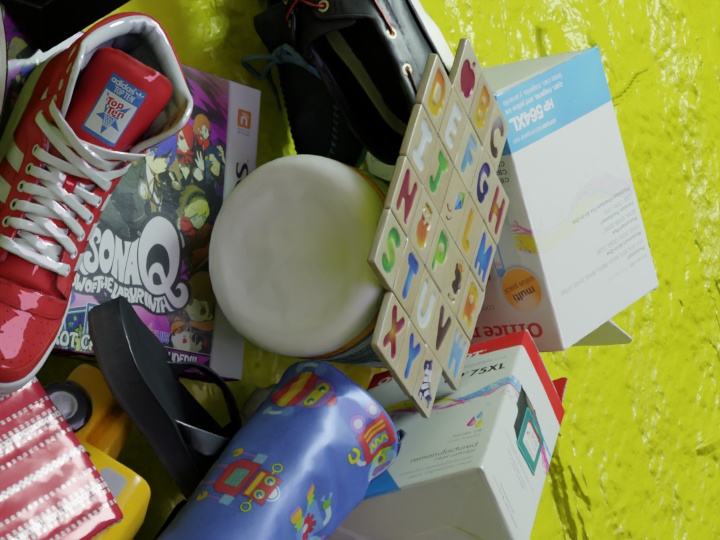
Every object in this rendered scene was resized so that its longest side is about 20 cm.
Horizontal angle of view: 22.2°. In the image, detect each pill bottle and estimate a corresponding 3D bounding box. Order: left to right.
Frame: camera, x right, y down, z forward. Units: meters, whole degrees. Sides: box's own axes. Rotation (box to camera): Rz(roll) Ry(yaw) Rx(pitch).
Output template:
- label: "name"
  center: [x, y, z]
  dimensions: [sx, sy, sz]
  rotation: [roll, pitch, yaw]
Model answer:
- label: "pill bottle"
  center: [0.000, 0.000, 1.115]
  dimensions: [0.200, 0.115, 0.118]
  rotation: [15, 74, -66]

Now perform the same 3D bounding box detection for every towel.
- label: "towel"
  center: [-0.222, 0.073, 0.902]
  dimensions: [0.144, 0.022, 0.201]
  rotation: [-30, 82, -44]

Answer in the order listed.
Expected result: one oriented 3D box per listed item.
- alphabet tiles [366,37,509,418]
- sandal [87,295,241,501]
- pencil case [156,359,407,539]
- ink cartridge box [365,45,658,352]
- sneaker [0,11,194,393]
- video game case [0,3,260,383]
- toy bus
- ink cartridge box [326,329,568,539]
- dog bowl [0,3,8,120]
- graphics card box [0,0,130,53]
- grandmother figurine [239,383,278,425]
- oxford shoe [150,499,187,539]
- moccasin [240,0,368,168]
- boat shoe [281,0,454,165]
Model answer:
- label: "alphabet tiles"
  center: [0.049, -0.025, 1.070]
  dimensions: [0.167, 0.006, 0.201]
  rotation: [56, 46, -55]
- label: "sandal"
  center: [-0.095, 0.079, 1.020]
  dimensions: [0.200, 0.043, 0.077]
  rotation: [64, 6, -61]
- label: "pencil case"
  center: [-0.056, 0.141, 0.996]
  dimensions: [0.200, 0.078, 0.087]
  rotation: [-52, 146, -34]
- label: "ink cartridge box"
  center: [0.105, -0.032, 1.251]
  dimensions: [0.125, 0.128, 0.202]
  rotation: [-27, 105, -45]
- label: "sneaker"
  center: [-0.147, -0.041, 0.925]
  dimensions: [0.071, 0.112, 0.202]
  rotation: [26, 61, -27]
- label: "video game case"
  center: [-0.142, -0.038, 1.051]
  dimensions: [0.199, 0.036, 0.183]
  rotation: [15, 74, -46]
- label: "toy bus"
  center: [-0.173, 0.148, 0.954]
  dimensions: [0.078, 0.065, 0.201]
  rotation: [29, 56, 5]
- label: "ink cartridge box"
  center: [0.055, 0.106, 1.134]
  dimensions: [0.068, 0.115, 0.200]
  rotation: [64, 24, -20]
- label: "dog bowl"
  center: [-0.272, -0.109, 0.890]
  dimensions: [0.199, 0.073, 0.202]
  rotation: [7, 80, -47]
- label: "graphics card box"
  center: [-0.107, -0.212, 1.017]
  dimensions: [0.051, 0.125, 0.200]
  rotation: [52, 41, -19]
- label: "grandmother figurine"
  center: [-0.019, 0.152, 1.153]
  dimensions: [0.201, 0.060, 0.122]
  rotation: [63, 38, -26]
- label: "oxford shoe"
  center: [-0.149, 0.198, 1.014]
  dimensions: [0.199, 0.071, 0.073]
  rotation: [-31, 82, -43]
- label: "moccasin"
  center: [-0.042, -0.154, 1.156]
  dimensions: [0.068, 0.080, 0.202]
  rotation: [6, 68, -42]
- label: "boat shoe"
  center: [-0.010, -0.157, 1.083]
  dimensions: [0.063, 0.073, 0.202]
  rotation: [-39, 100, -40]
